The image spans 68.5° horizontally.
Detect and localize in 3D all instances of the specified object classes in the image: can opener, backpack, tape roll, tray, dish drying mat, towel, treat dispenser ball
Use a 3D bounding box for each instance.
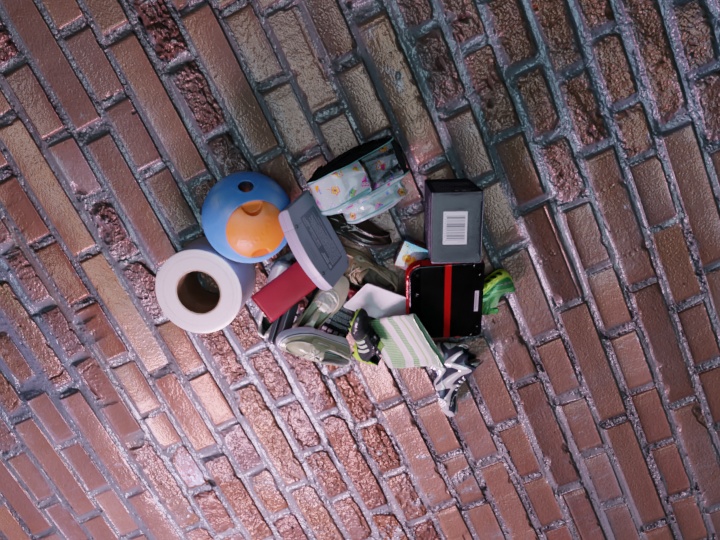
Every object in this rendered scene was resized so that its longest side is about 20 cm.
[{"bbox_3d":[-0.162,0.086,1.261,0.066,0.052,0.201,28,78,-45],"label":"can opener"},{"bbox_3d":[-0.009,-0.184,1.136,0.199,0.176,0.154,-23,103,-14],"label":"backpack"},{"bbox_3d":[-0.362,0.030,1.255,0.202,0.139,0.204,1,107,2],"label":"tape roll"},{"bbox_3d":[0.069,0.082,1.266,0.199,0.022,0.107,21,134,-27],"label":"tray"},{"bbox_3d":[-0.152,0.030,1.230,0.200,0.018,0.077,-39,89,-10],"label":"dish drying mat"},{"bbox_3d":[0.098,0.175,1.269,0.200,0.023,0.153,-14,113,53],"label":"towel"},{"bbox_3d":[-0.248,-0.117,1.173,0.200,0.201,0.202,1,107,3],"label":"treat dispenser ball"}]

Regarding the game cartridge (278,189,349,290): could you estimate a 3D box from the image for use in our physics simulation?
[{"bbox_3d":[-0.100,-0.063,1.159,0.040,0.133,0.201,-18,111,29],"label":"game cartridge"}]

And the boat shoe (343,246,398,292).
[{"bbox_3d":[0.000,0.000,1.266,0.199,0.065,0.072,22,107,-4],"label":"boat shoe"}]

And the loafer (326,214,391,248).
[{"bbox_3d":[-0.016,-0.109,1.229,0.199,0.073,0.072,19,109,-3],"label":"loafer"}]

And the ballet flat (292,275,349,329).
[{"bbox_3d":[-0.096,0.098,1.248,0.069,0.070,0.200,36,105,-8],"label":"ballet flat"}]

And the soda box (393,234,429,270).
[{"bbox_3d":[0.180,-0.012,1.255,0.199,0.064,0.069,23,106,-5],"label":"soda box"}]

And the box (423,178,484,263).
[{"bbox_3d":[0.197,-0.113,1.152,0.106,0.200,0.149,-1,108,2],"label":"box"}]

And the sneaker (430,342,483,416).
[{"bbox_3d":[0.251,0.268,1.326,0.129,0.079,0.200,-13,96,15],"label":"sneaker"}]

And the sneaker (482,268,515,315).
[{"bbox_3d":[0.289,0.085,1.273,0.200,0.074,0.084,-42,97,13],"label":"sneaker"}]

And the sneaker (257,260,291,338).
[{"bbox_3d":[-0.206,0.075,1.293,0.070,0.080,0.201,15,105,0],"label":"sneaker"}]

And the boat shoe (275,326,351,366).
[{"bbox_3d":[-0.100,0.180,1.230,0.199,0.062,0.072,13,124,-34],"label":"boat shoe"}]

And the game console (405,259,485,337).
[{"bbox_3d":[0.193,0.067,1.218,0.176,0.031,0.201,-3,117,0],"label":"game console"}]

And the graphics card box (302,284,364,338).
[{"bbox_3d":[-0.080,0.118,1.313,0.125,0.051,0.201,25,105,-5],"label":"graphics card box"}]

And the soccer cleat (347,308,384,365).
[{"bbox_3d":[0.018,0.161,1.275,0.081,0.068,0.200,18,144,18],"label":"soccer cleat"}]
